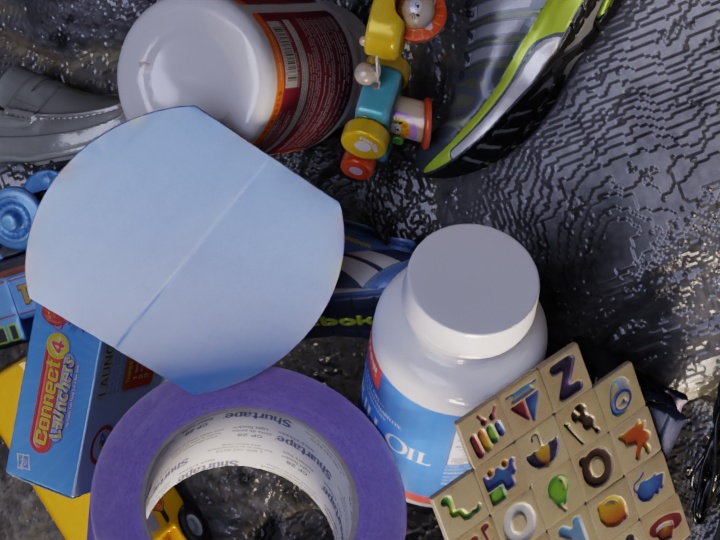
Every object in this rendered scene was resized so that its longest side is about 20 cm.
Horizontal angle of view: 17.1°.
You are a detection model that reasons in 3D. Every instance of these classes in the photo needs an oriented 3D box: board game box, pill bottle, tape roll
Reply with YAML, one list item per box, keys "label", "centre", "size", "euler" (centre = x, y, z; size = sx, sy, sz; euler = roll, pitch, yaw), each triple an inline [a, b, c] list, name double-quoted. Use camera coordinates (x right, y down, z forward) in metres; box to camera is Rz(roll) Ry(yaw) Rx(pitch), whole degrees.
- label: "board game box"
  centre: [-0.109, -0.020, 1.491]
  size: [0.200, 0.039, 0.158]
  euler: [33, 104, -29]
- label: "pill bottle"
  centre: [-0.067, -0.129, 1.563]
  size: [0.109, 0.200, 0.110]
  euler: [3, 97, 23]
- label: "pill bottle"
  centre: [0.058, 0.059, 1.528]
  size: [0.112, 0.112, 0.200]
  euler: [34, 149, 16]
- label: "board game box"
  centre: [-0.145, 0.037, 1.619]
  size: [0.056, 0.196, 0.201]
  euler: [18, 103, 25]
- label: "tape roll"
  centre: [-0.074, 0.166, 1.527]
  size: [0.200, 0.200, 0.085]
  euler: [39, 153, 15]

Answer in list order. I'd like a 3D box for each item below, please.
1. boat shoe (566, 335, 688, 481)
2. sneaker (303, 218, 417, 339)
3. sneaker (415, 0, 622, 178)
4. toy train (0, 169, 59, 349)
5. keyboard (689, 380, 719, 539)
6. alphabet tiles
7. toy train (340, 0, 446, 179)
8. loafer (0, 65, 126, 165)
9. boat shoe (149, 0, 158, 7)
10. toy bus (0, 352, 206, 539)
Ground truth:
- label: "boat shoe"
  centre: [0.144, 0.147, 1.580]
  size: [0.092, 0.075, 0.200]
  euler: [22, 118, 1]
- label: "sneaker"
  centre: [0.000, 0.000, 1.612]
  size: [0.199, 0.074, 0.083]
  euler: [3, 59, 2]
- label: "sneaker"
  centre: [0.096, -0.147, 1.569]
  size: [0.081, 0.074, 0.200]
  euler: [42, 103, 21]
- label: "toy train"
  centre: [-0.223, -0.011, 1.714]
  size: [0.199, 0.087, 0.115]
  euler: [-16, 99, 22]
- label: "keyboard"
  centre: [0.247, 0.148, 1.527]
  size: [0.104, 0.040, 0.201]
  euler: [31, 117, 41]
- label: "alphabet tiles"
  centre: [0.127, 0.153, 1.497]
  size: [0.006, 0.166, 0.201]
  euler: [16, 133, 55]
- label: "toy train"
  centre: [0.036, -0.156, 1.560]
  size: [0.055, 0.150, 0.201]
  euler: [13, 110, 7]
- label: "loafer"
  centre: [-0.236, -0.112, 1.712]
  size: [0.199, 0.070, 0.070]
  euler: [-6, 102, 25]
- label: "boat shoe"
  centre: [-0.077, -0.208, 1.635]
  size: [0.200, 0.057, 0.069]
  euler: [-46, 74, 22]
- label: "toy bus"
  centre: [-0.187, 0.145, 1.703]
  size: [0.065, 0.078, 0.200]
  euler: [-29, 95, 25]
